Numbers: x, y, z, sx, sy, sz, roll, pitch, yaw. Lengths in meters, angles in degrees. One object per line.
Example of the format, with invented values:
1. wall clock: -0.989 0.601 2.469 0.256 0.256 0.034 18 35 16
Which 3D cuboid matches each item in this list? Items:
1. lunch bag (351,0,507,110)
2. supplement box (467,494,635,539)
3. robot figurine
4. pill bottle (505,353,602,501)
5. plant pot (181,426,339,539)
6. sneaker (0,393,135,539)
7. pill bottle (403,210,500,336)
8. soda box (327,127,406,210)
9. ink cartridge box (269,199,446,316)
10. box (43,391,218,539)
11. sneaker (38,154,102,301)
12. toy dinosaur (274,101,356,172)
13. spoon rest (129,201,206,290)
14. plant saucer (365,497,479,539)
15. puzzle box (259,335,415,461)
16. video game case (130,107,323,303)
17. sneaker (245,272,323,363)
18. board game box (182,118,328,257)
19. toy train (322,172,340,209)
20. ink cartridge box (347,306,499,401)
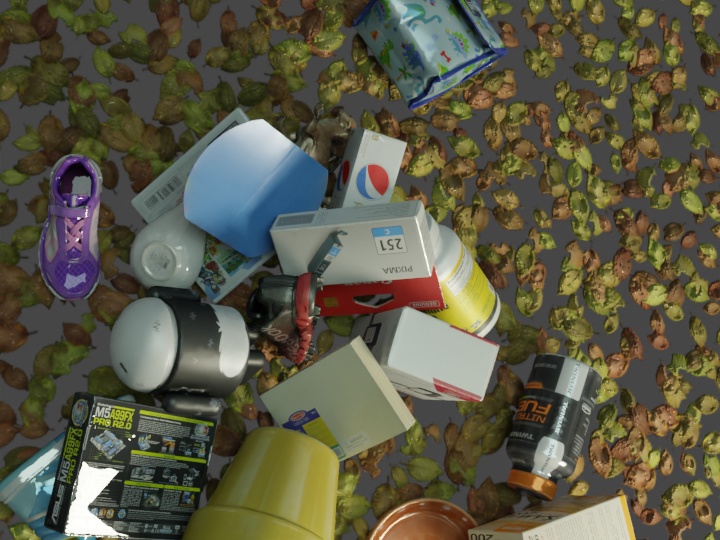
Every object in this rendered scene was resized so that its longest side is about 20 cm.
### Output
1. lunch bag: 0.120 -0.370 1.447 0.199 0.127 0.171 -32 89 -35
2. supplement box: 0.269 0.374 1.328 0.199 0.126 0.074 -9 83 -33
3. robot figurine: -0.223 0.102 1.215 0.199 0.150 0.126 10 102 -37
4. pill bottle: 0.279 0.233 1.387 0.106 0.106 0.201 26 72 -13
5. plant pot: -0.110 0.312 1.198 0.200 0.201 0.190 27 56 -13
6. sneaker: -0.338 0.258 1.181 0.200 0.080 0.131 -38 91 -12
7. pill bottle: 0.108 0.009 1.325 0.113 0.112 0.200 -56 131 -20
8. soda box: -0.002 -0.093 1.309 0.068 0.064 0.202 15 93 -20
9. ink cartridge box: 0.000 0.000 1.236 0.045 0.198 0.177 -71 151 -51
10. box: -0.277 0.246 1.164 0.199 0.044 0.162 21 75 -48
11. sneaker: -0.374 -0.063 1.225 0.080 0.088 0.202 3 80 -20
12. toy dinosaur: -0.069 -0.157 1.360 0.135 0.086 0.201 39 83 -41
13. spoon rest: -0.237 -0.056 1.256 0.099 0.061 0.201 33 107 0
14. plant saucer: 0.091 0.423 1.324 0.198 0.032 0.202 4 78 -18
15. puzzle box: -0.035 0.181 1.245 0.134 0.199 0.025 56 40 -2
16. video game case: -0.182 -0.087 1.285 0.200 0.022 0.183 -39 94 7
17. sneaker: -0.102 0.062 1.249 0.097 0.201 0.071 6 61 -2
18. board game box: -0.140 -0.109 1.214 0.158 0.039 0.200 -48 134 8
19. toy train: -0.009 -0.059 1.375 0.199 0.056 0.151 22 91 -21
20. ink cartridge box: 0.075 0.118 1.289 0.144 0.200 0.084 22 76 -15
